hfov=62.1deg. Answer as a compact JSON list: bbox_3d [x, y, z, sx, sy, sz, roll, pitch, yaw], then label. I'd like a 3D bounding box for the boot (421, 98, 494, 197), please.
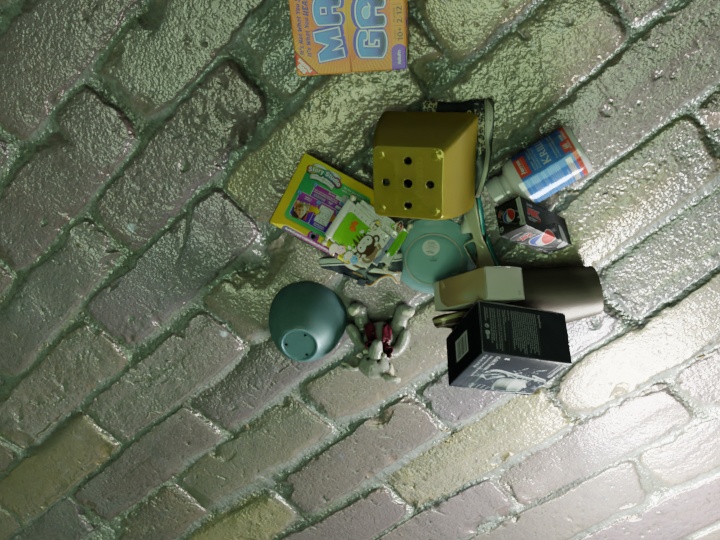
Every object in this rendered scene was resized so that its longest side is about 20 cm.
[{"bbox_3d":[0.197,-0.260,1.256,0.153,0.073,0.204,5,103,5],"label":"boot"}]

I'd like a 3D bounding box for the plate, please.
[{"bbox_3d":[0.172,-0.029,1.408,0.199,0.026,0.201,3,118,6],"label":"plate"}]

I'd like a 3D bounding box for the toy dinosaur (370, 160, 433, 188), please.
[{"bbox_3d":[0.122,-0.209,1.313,0.199,0.047,0.088,-18,107,11],"label":"toy dinosaur"}]

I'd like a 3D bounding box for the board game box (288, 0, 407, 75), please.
[{"bbox_3d":[-0.014,-0.482,1.101,0.199,0.200,0.201,-1,116,7],"label":"board game box"}]

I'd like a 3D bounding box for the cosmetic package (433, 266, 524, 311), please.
[{"bbox_3d":[0.258,0.044,1.328,0.105,0.200,0.071,2,78,-27],"label":"cosmetic package"}]

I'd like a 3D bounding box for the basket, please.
[{"bbox_3d":[0.437,0.060,1.367,0.199,0.136,0.181,-11,127,7],"label":"basket"}]

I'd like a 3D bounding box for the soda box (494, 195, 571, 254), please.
[{"bbox_3d":[0.367,-0.091,1.263,0.200,0.071,0.063,13,151,-43],"label":"soda box"}]

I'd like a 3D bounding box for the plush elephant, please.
[{"bbox_3d":[0.038,0.192,1.460,0.164,0.155,0.201,8,117,2],"label":"plush elephant"}]

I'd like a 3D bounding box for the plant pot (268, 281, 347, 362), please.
[{"bbox_3d":[-0.139,0.147,1.469,0.199,0.135,0.201,3,117,5],"label":"plant pot"}]

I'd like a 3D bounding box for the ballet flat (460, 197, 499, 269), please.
[{"bbox_3d":[0.260,-0.079,1.352,0.069,0.070,0.201,-15,114,13],"label":"ballet flat"}]

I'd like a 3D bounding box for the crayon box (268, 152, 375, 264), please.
[{"bbox_3d":[-0.076,-0.136,1.326,0.200,0.058,0.173,28,88,-8],"label":"crayon box"}]

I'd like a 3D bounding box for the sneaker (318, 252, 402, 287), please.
[{"bbox_3d":[0.000,0.000,1.402,0.199,0.078,0.080,-1,100,10],"label":"sneaker"}]

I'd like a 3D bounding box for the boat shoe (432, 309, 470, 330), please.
[{"bbox_3d":[0.254,0.131,1.400,0.072,0.199,0.072,-17,76,51],"label":"boat shoe"}]

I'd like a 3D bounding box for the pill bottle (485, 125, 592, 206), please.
[{"bbox_3d":[0.368,-0.203,1.250,0.200,0.112,0.112,-32,109,19],"label":"pill bottle"}]

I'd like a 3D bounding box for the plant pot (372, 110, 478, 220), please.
[{"bbox_3d":[0.113,-0.195,1.173,0.199,0.176,0.201,6,115,18],"label":"plant pot"}]

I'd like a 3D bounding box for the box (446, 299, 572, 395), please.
[{"bbox_3d":[0.311,0.172,1.286,0.196,0.124,0.200,7,148,-10],"label":"box"}]

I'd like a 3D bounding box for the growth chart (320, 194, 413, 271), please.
[{"bbox_3d":[0.015,-0.075,1.308,0.200,0.018,0.145,25,92,-35],"label":"growth chart"}]
